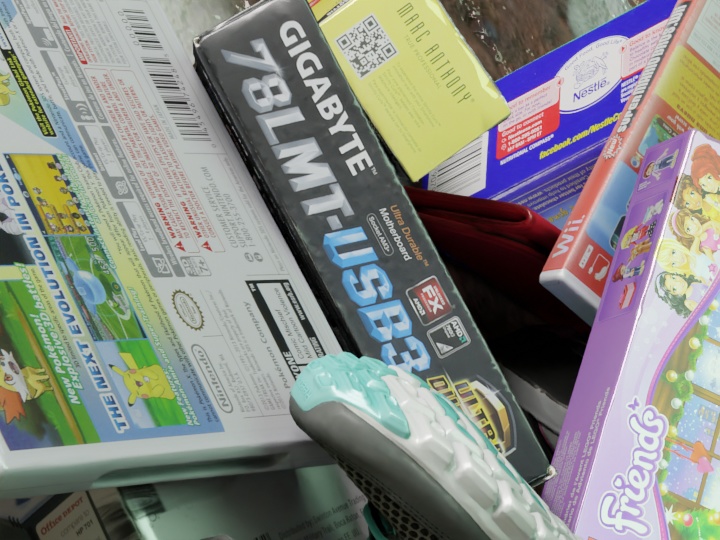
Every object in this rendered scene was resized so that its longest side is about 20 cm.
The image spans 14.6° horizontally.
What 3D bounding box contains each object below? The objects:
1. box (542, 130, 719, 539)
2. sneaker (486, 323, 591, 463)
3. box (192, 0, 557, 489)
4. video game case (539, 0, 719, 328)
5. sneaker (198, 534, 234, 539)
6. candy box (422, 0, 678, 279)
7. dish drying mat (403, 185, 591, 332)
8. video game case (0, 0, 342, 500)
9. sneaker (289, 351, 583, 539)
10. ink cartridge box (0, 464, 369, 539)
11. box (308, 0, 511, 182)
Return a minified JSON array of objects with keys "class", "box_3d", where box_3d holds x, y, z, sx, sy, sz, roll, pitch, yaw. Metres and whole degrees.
[{"class":"box","box_3d":[0.148,0.065,1.086,0.136,0.039,0.201,25,71,-19]},{"class":"sneaker","box_3d":[0.116,0.100,1.195,0.080,0.087,0.200,-9,37,-46]},{"class":"box","box_3d":[0.000,0.000,1.083,0.201,0.050,0.199,61,-3,2]},{"class":"video game case","box_3d":[0.166,-0.037,1.164,0.143,0.017,0.201,39,64,-24]},{"class":"sneaker","box_3d":[-0.078,0.145,0.823,0.200,0.104,0.060,-39,113,-36]},{"class":"candy box","box_3d":[0.154,-0.028,1.288,0.200,0.169,0.077,33,47,-34]},{"class":"dish drying mat","box_3d":[0.083,0.005,1.207,0.200,0.076,0.018,30,74,-57]},{"class":"video game case","box_3d":[-0.097,-0.018,0.940,0.182,0.022,0.201,-1,57,-50]},{"class":"sneaker","box_3d":[0.033,0.113,0.949,0.200,0.091,0.078,47,3,-25]},{"class":"ink cartridge box","box_3d":[-0.063,0.081,1.001,0.146,0.086,0.201,-19,79,-55]},{"class":"box","box_3d":[0.004,-0.083,1.143,0.075,0.050,0.200,56,-4,-10]}]
